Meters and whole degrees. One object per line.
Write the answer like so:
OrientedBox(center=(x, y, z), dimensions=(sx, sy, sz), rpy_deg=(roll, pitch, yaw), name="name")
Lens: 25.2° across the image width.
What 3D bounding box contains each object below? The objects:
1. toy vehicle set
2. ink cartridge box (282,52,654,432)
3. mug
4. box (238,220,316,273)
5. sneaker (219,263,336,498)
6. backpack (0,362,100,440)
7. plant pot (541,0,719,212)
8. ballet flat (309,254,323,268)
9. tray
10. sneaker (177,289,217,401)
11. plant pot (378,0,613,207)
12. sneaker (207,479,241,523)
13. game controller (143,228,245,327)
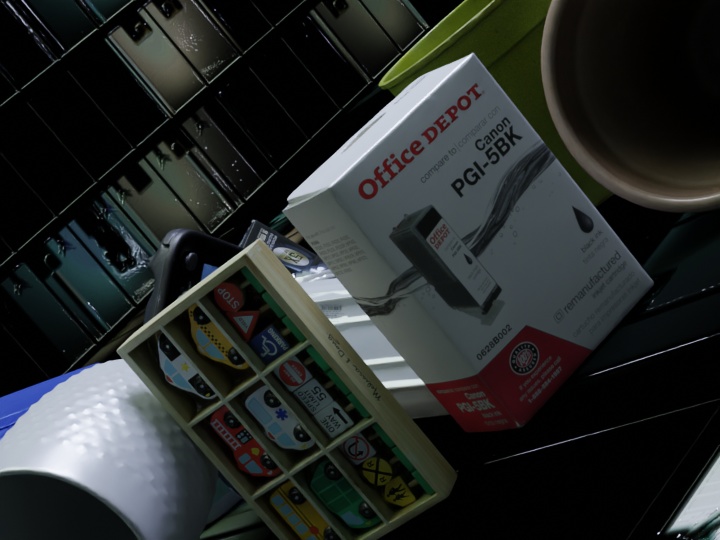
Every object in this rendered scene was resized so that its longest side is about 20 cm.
OrientedBox(center=(-0.047, 0.091, 1.028), dimensions=(0.124, 0.200, 0.027), rpy_deg=(-36, 8, 29), name="toy vehicle set")
OrientedBox(center=(0.071, -0.016, 1.051), dimensions=(0.147, 0.200, 0.083), rpy_deg=(-44, 11, -21), name="ink cartridge box")
OrientedBox(center=(-0.191, 0.152, 1.083), dimensions=(0.199, 0.148, 0.176), rpy_deg=(-24, 19, 27), name="mug")
OrientedBox(center=(-0.120, 0.073, 1.541), dimensions=(0.164, 0.086, 0.200), rpy_deg=(-57, 8, 25), name="box")
OrientedBox(center=(-0.041, 0.104, 1.203), dimensions=(0.079, 0.130, 0.200), rpy_deg=(16, -64, -47), name="sneaker")
OrientedBox(center=(-0.236, 0.203, 1.253), dimensions=(0.161, 0.201, 0.168), rpy_deg=(-18, 14, -1), name="backpack")
OrientedBox(center=(0.247, -0.153, 1.109), dimensions=(0.200, 0.201, 0.174), rpy_deg=(-35, -6, 32), name="plant pot")
OrientedBox(center=(0.000, 0.000, 1.259), dimensions=(0.200, 0.057, 0.067), rpy_deg=(-40, 25, 47), name="ballet flat")
OrientedBox(center=(-0.015, 0.056, 1.147), dimensions=(0.199, 0.108, 0.022), rpy_deg=(-7, -15, 19), name="tray")
OrientedBox(center=(-0.057, 0.089, 1.109), dimensions=(0.086, 0.201, 0.075), rpy_deg=(-32, 17, -6), name="sneaker")
OrientedBox(center=(0.152, -0.149, 1.372), dimensions=(0.200, 0.193, 0.200), rpy_deg=(-39, 10, 8), name="plant pot")
OrientedBox(center=(-0.128, 0.139, 1.386), dimensions=(0.200, 0.118, 0.074), rpy_deg=(-37, 11, 26), name="sneaker")
OrientedBox(center=(-0.108, 0.032, 1.237), dimensions=(0.042, 0.105, 0.200), rpy_deg=(-2, -9, 22), name="game controller")
